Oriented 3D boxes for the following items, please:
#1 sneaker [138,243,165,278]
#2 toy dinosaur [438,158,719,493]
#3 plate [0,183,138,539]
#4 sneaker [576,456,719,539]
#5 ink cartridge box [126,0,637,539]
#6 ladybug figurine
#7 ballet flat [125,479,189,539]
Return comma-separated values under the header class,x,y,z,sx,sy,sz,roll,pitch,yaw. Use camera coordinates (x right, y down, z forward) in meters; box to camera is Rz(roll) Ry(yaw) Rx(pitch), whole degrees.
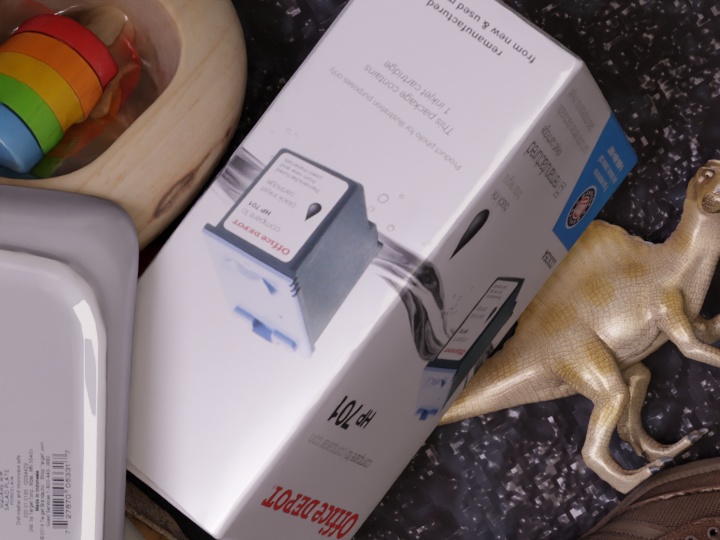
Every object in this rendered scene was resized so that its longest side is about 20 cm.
class,x,y,z,sx,sy,sz,roll,pitch,yaw
sneaker,-0.159,0.007,0.835,0.200,0.071,0.113,-25,101,-2
toy dinosaur,0.093,0.034,0.885,0.200,0.058,0.101,-36,82,7
plate,-0.144,0.063,0.664,0.200,0.032,0.200,9,77,-39
sneaker,0.098,0.135,0.871,0.200,0.076,0.071,-21,108,-2
ink cartridge box,0.000,0.000,0.807,0.086,0.146,0.200,36,90,18
ladybug figurine,-0.122,-0.047,0.799,0.136,0.072,0.200,34,49,11
ballet flat,-0.080,0.119,0.824,0.200,0.067,0.068,31,87,-32
